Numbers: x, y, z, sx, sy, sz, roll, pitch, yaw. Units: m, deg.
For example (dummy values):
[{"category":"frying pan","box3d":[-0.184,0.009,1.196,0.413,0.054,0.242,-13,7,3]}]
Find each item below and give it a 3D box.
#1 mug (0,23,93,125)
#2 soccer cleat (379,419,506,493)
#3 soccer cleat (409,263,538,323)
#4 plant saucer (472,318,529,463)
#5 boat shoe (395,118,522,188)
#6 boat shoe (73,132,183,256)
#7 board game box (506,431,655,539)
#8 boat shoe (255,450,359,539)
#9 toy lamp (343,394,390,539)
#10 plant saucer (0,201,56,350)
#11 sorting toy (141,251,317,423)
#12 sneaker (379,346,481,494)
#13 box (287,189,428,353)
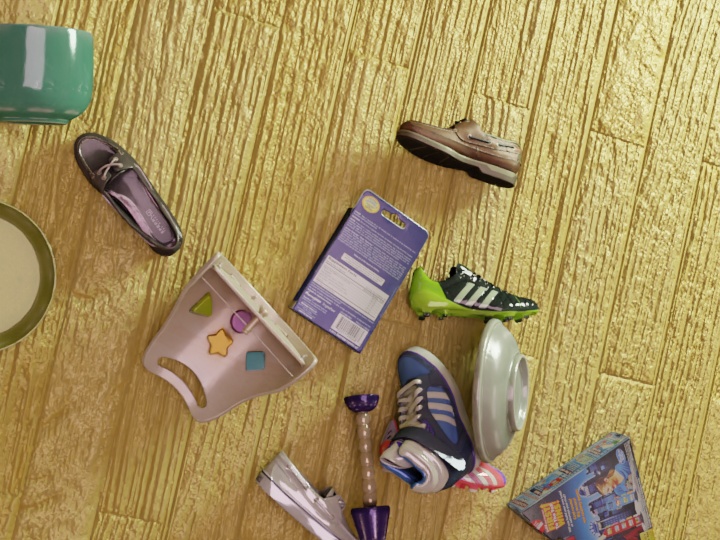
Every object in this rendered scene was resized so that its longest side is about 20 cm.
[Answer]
[{"category":"mug","box3d":[-0.424,-0.244,1.523,0.151,0.184,0.116,-2,94,-40]},{"category":"soccer cleat","box3d":[0.122,0.270,1.719,0.197,0.067,0.078,13,83,-13]},{"category":"soccer cleat","box3d":[0.166,0.033,1.729,0.197,0.067,0.082,5,77,-15]},{"category":"plant saucer","box3d":[0.202,0.169,1.674,0.050,0.200,0.203,1,91,19]},{"category":"boat shoe","box3d":[0.142,-0.182,1.718,0.198,0.072,0.069,20,81,-25]},{"category":"boat shoe","box3d":[-0.305,-0.104,1.593,0.067,0.057,0.201,-41,101,-11]},{"category":"board game box","box3d":[0.326,0.369,1.778,0.198,0.062,0.203,-16,95,-14]},{"category":"boat shoe","box3d":[-0.053,0.331,1.664,0.200,0.074,0.066,42,85,-14]},{"category":"toy lamp","box3d":[0.010,0.277,1.670,0.057,0.058,0.203,0,77,-16]},{"category":"plant saucer","box3d":[-0.497,0.007,1.555,0.197,0.031,0.203,0,91,-15]},{"category":"sorting toy","box3d":[-0.192,0.104,1.613,0.180,0.107,0.200,-43,102,-4]},{"category":"sneaker","box3d":[0.073,0.209,1.647,0.145,0.081,0.202,-15,72,-43]},{"category":"box","box3d":[0.000,0.000,1.694,0.121,0.032,0.201,34,84,-14]}]
